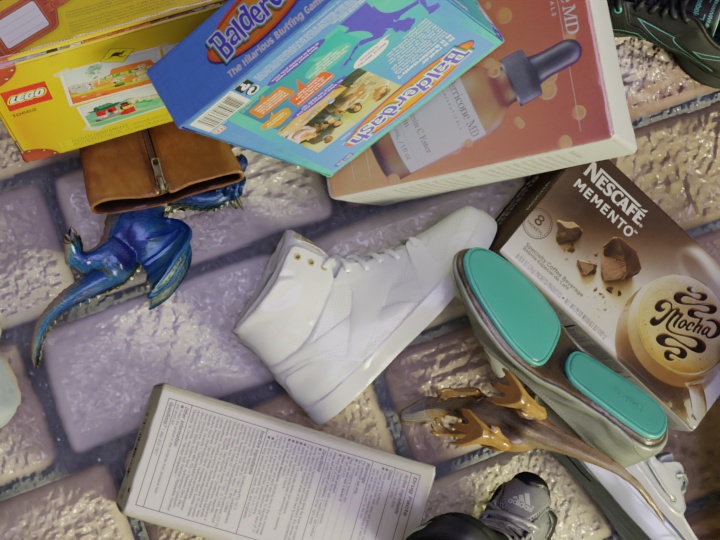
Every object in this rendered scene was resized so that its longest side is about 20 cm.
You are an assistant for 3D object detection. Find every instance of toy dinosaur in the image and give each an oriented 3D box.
[{"bbox_3d":[0.116,0.109,0.933,0.200,0.106,0.061,19,84,28],"label":"toy dinosaur"}]

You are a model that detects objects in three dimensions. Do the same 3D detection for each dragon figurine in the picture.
[{"bbox_3d":[-0.150,-0.012,0.928,0.099,0.059,0.200,25,71,-2],"label":"dragon figurine"}]

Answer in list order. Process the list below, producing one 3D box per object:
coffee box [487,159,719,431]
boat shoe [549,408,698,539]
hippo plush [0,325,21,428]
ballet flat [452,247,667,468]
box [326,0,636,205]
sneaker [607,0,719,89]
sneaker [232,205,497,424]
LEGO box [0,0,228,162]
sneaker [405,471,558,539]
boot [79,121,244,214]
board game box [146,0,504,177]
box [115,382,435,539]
[{"bbox_3d":[0.193,0.013,1.006,0.200,0.080,0.113,43,76,-7],"label":"coffee box"},{"bbox_3d":[0.213,0.161,1.000,0.067,0.074,0.200,-41,95,-14],"label":"boat shoe"},{"bbox_3d":[-0.325,0.086,0.859,0.160,0.159,0.200,-19,72,15],"label":"hippo plush"},{"bbox_3d":[0.128,0.069,0.946,0.200,0.064,0.067,42,44,-3],"label":"ballet flat"},{"bbox_3d":[0.075,-0.139,0.933,0.199,0.106,0.153,-12,86,19],"label":"box"},{"bbox_3d":[0.237,-0.209,1.042,0.200,0.079,0.076,21,80,-10],"label":"sneaker"},{"bbox_3d":[0.000,0.000,0.963,0.116,0.074,0.200,46,77,-9],"label":"sneaker"},{"bbox_3d":[-0.135,-0.151,0.820,0.199,0.149,0.077,-17,75,-7],"label":"LEGO box"},{"bbox_3d":[0.090,0.177,0.922,0.075,0.200,0.116,27,67,19],"label":"sneaker"},{"bbox_3d":[-0.121,-0.151,0.917,0.188,0.069,0.200,-18,68,-14],"label":"boot"},{"bbox_3d":[-0.013,-0.129,0.802,0.152,0.200,0.045,-37,72,16],"label":"board game box"},{"bbox_3d":[-0.059,0.150,0.930,0.200,0.078,0.095,20,80,-11],"label":"box"}]
